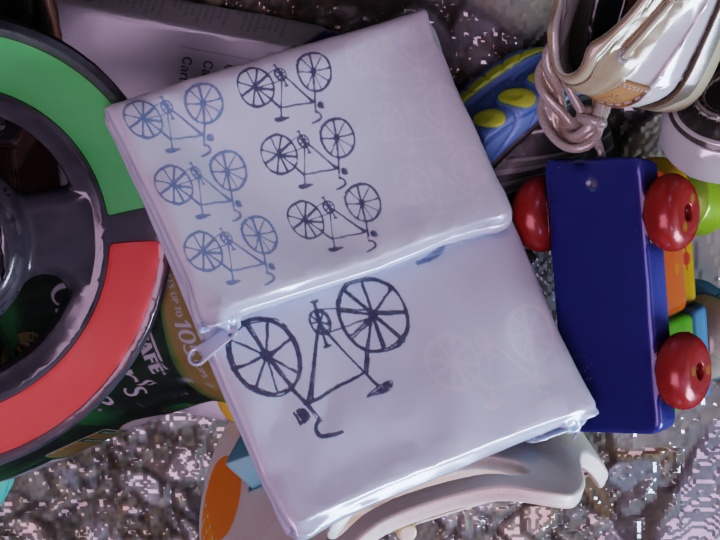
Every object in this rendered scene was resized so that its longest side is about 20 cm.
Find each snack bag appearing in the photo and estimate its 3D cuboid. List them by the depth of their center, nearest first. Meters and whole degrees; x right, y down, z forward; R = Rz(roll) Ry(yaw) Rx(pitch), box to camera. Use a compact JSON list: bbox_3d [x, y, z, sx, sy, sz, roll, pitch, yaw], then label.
[{"bbox_3d":[0.000,0.000,1.270,0.021,0.188,0.201,-29,82,51],"label":"snack bag"}]

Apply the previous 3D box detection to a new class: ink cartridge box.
[{"bbox_3d":[-0.086,-0.029,1.418,0.199,0.041,0.201,10,115,1],"label":"ink cartridge box"}]

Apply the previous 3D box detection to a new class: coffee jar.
[{"bbox_3d":[-0.104,0.023,1.343,0.199,0.085,0.105,-19,89,28],"label":"coffee jar"}]

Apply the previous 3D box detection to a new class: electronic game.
[{"bbox_3d":[-0.174,-0.009,1.240,0.199,0.042,0.201,-6,109,-17],"label":"electronic game"}]

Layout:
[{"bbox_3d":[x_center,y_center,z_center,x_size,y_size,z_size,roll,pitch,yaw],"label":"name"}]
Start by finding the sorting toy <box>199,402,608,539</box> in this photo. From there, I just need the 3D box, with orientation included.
[{"bbox_3d":[0.021,0.093,1.364,0.199,0.180,0.107,-17,106,-6],"label":"sorting toy"}]

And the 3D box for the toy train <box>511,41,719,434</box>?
[{"bbox_3d":[0.130,-0.035,1.359,0.084,0.115,0.201,0,98,34],"label":"toy train"}]

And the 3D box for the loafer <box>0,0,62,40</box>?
[{"bbox_3d":[-0.171,-0.173,1.279,0.072,0.063,0.201,-33,125,-24],"label":"loafer"}]

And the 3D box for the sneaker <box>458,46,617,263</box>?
[{"bbox_3d":[0.035,-0.017,1.384,0.199,0.071,0.083,-37,118,3],"label":"sneaker"}]

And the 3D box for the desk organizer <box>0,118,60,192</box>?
[{"bbox_3d":[-0.239,-0.036,1.374,0.199,0.072,0.077,-1,115,10],"label":"desk organizer"}]

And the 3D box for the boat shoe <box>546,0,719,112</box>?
[{"bbox_3d":[0.133,-0.162,1.241,0.075,0.068,0.201,25,106,41],"label":"boat shoe"}]

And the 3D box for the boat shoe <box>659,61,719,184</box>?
[{"bbox_3d":[0.218,-0.100,1.305,0.199,0.071,0.064,-23,140,-17],"label":"boat shoe"}]

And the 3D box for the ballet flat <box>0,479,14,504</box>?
[{"bbox_3d":[-0.232,0.045,1.449,0.067,0.070,0.201,-26,109,16],"label":"ballet flat"}]
